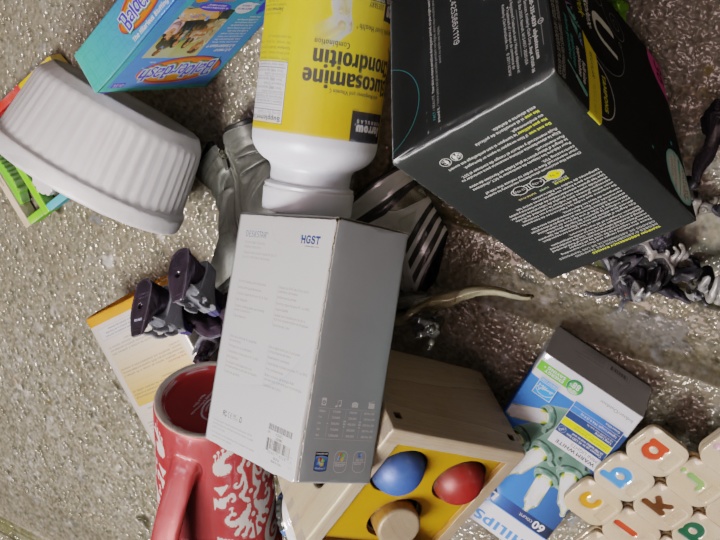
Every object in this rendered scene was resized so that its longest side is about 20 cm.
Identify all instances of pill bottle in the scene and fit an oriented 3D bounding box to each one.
[{"bbox_3d":[-0.035,-0.151,0.790,0.110,0.112,0.204,11,99,22],"label":"pill bottle"}]

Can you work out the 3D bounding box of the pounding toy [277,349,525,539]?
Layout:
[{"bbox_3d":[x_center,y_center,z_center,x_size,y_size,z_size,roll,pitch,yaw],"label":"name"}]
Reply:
[{"bbox_3d":[0.038,0.200,0.830,0.201,0.182,0.143,-55,38,25],"label":"pounding toy"}]

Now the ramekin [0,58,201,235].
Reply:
[{"bbox_3d":[-0.245,-0.123,0.887,0.201,0.202,0.095,31,96,12],"label":"ramekin"}]

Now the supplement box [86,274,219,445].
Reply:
[{"bbox_3d":[-0.197,0.110,1.019,0.125,0.073,0.202,-22,99,31],"label":"supplement box"}]

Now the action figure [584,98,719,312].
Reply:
[{"bbox_3d":[0.250,-0.031,0.727,0.118,0.102,0.201,31,119,-1],"label":"action figure"}]

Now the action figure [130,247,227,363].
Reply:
[{"bbox_3d":[-0.131,0.054,0.901,0.129,0.199,0.070,-25,57,25],"label":"action figure"}]

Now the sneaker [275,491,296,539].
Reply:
[{"bbox_3d":[0.002,0.280,0.949,0.076,0.076,0.200,-28,130,27],"label":"sneaker"}]

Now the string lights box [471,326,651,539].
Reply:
[{"bbox_3d":[0.173,0.165,0.864,0.102,0.059,0.202,33,121,10],"label":"string lights box"}]

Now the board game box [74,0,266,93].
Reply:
[{"bbox_3d":[-0.137,-0.236,0.807,0.199,0.152,0.045,-38,82,31],"label":"board game box"}]

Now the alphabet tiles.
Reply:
[{"bbox_3d":[0.289,0.223,0.826,0.194,0.015,0.200,35,120,-11],"label":"alphabet tiles"}]

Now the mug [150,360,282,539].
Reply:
[{"bbox_3d":[-0.140,0.214,0.893,0.131,0.178,0.203,-2,124,-8],"label":"mug"}]

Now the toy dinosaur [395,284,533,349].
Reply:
[{"bbox_3d":[0.046,0.038,0.813,0.197,0.088,0.048,-10,97,28],"label":"toy dinosaur"}]

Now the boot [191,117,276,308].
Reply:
[{"bbox_3d":[-0.132,-0.055,0.942,0.200,0.067,0.132,-42,76,33],"label":"boot"}]

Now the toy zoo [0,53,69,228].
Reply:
[{"bbox_3d":[-0.346,-0.148,1.025,0.199,0.020,0.132,-29,95,32],"label":"toy zoo"}]

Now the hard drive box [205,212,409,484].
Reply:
[{"bbox_3d":[-0.049,0.058,0.763,0.155,0.076,0.204,8,89,54],"label":"hard drive box"}]

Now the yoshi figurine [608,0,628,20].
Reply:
[{"bbox_3d":[0.152,-0.213,0.705,0.112,0.113,0.200,44,120,-5],"label":"yoshi figurine"}]

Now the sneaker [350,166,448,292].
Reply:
[{"bbox_3d":[0.000,0.000,0.877,0.200,0.076,0.116,-37,89,30],"label":"sneaker"}]

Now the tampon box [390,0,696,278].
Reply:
[{"bbox_3d":[0.130,-0.115,0.655,0.125,0.152,0.199,-24,142,34],"label":"tampon box"}]
